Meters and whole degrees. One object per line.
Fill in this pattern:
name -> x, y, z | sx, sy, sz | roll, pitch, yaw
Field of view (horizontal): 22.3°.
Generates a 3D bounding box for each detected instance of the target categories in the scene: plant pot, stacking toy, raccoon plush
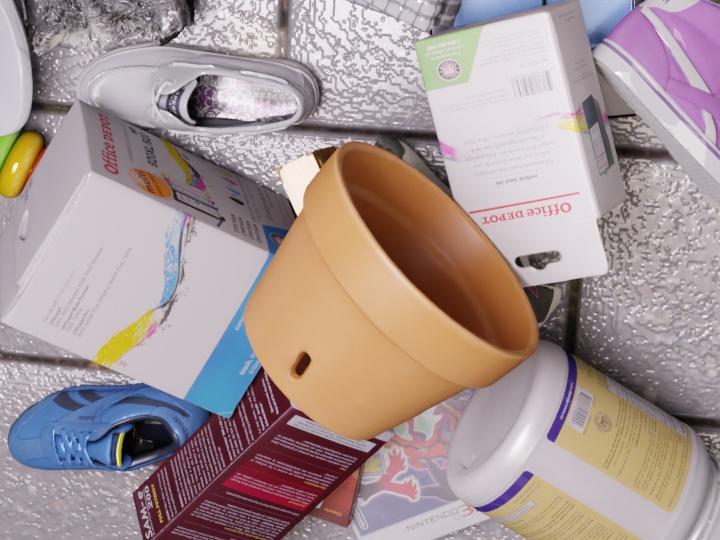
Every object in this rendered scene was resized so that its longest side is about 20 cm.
plant pot -> 0.010, 0.026, 1.317 | 0.200, 0.200, 0.140 | 45, 111, -6
stacking toy -> -0.293, -0.095, 1.502 | 0.199, 0.085, 0.086 | 27, 108, -7
raccoon plush -> -0.207, -0.252, 1.415 | 0.133, 0.097, 0.201 | -4, 127, 9

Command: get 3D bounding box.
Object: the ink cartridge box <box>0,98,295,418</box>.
ink cartridge box -> -0.164, -0.010, 1.431 | 0.199, 0.147, 0.145 | 25, 109, -23

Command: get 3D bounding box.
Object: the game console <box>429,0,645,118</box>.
game console -> 0.139, -0.213, 1.421 | 0.176, 0.031, 0.201 | -3, 106, 10

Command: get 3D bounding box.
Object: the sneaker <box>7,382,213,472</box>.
sneaker -> -0.221, 0.137, 1.533 | 0.199, 0.078, 0.066 | -10, 107, 23

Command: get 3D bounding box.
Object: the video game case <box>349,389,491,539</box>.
video game case -> 0.048, 0.129, 1.536 | 0.182, 0.023, 0.201 | -22, 101, 14

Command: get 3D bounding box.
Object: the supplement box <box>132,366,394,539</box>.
supplement box -> -0.080, 0.157, 1.477 | 0.109, 0.061, 0.200 | 24, 122, -40

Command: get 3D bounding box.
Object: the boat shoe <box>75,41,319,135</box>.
boat shoe -> -0.135, -0.138, 1.463 | 0.199, 0.069, 0.072 | 9, 107, 6

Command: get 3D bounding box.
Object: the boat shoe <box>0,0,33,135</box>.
boat shoe -> -0.292, -0.209, 1.457 | 0.068, 0.057, 0.201 | -9, 95, 28

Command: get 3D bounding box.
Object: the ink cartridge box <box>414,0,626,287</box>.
ink cartridge box -> 0.127, -0.093, 1.386 | 0.117, 0.067, 0.201 | -9, 101, 30

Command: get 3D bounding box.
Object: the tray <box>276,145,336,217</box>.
tray -> 0.000, 0.000, 1.451 | 0.037, 0.099, 0.201 | -24, 92, 11

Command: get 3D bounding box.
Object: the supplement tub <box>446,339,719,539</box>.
supplement tub -> 0.184, 0.161, 1.452 | 0.200, 0.146, 0.146 | 32, 108, -14

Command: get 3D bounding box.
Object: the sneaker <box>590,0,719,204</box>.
sneaker -> 0.280, -0.132, 1.404 | 0.114, 0.073, 0.201 | -44, 109, -3

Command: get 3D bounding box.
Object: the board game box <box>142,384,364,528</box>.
board game box -> -0.093, 0.141, 1.547 | 0.199, 0.019, 0.103 | 16, 114, 10

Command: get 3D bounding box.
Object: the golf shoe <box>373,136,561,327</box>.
golf shoe -> 0.078, -0.027, 1.470 | 0.088, 0.077, 0.200 | -30, 83, -26

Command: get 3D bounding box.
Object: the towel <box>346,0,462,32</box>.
towel -> 0.006, -0.292, 1.374 | 0.199, 0.086, 0.166 | 29, 117, 18
